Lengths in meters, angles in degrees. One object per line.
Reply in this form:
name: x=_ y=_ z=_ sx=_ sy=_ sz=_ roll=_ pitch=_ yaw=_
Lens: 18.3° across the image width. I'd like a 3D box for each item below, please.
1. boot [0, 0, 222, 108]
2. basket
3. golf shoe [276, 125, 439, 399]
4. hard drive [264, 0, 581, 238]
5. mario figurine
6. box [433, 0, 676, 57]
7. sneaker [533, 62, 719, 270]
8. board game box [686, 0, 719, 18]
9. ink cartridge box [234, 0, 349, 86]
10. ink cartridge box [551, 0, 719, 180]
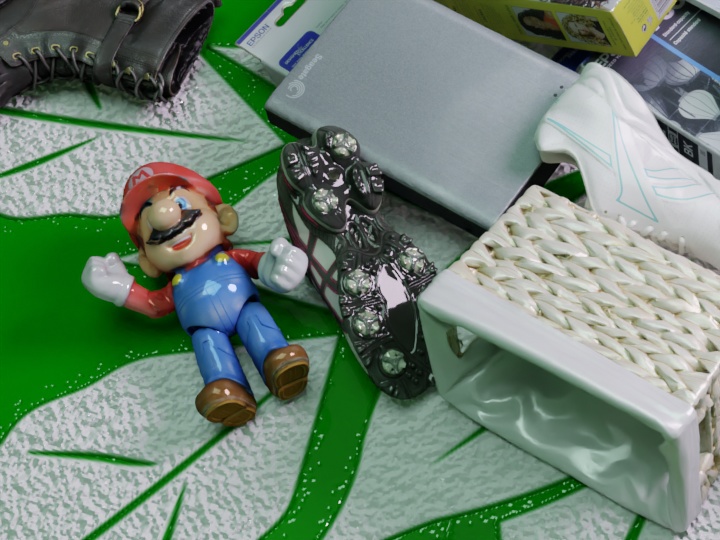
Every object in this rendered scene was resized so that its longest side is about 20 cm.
boot: x=-0.217 y=-0.160 z=1.705 sx=0.174 sy=0.069 sz=0.200 roll=19 pitch=61 yaw=23
basket: x=0.155 y=0.052 z=1.446 sx=0.200 sy=0.136 sz=0.123 roll=28 pitch=65 yaw=26
golf shoe: x=0.000 y=0.000 z=1.556 sx=0.077 sy=0.088 sz=0.201 roll=-17 pitch=76 yaw=-22
hard drive: x=0.051 y=-0.117 z=1.594 sx=0.200 sy=0.033 sz=0.140 roll=29 pitch=68 yaw=23
mario figurine: x=-0.115 y=0.004 z=1.550 sx=0.123 sy=0.106 sz=0.200 roll=-11 pitch=57 yaw=-32
box: x=0.132 y=-0.207 z=1.632 sx=0.199 sy=0.050 sz=0.075 roll=13 pitch=58 yaw=44
sneaker: x=0.200 y=-0.046 z=1.523 sx=0.080 sy=0.070 sz=0.200 roll=-43 pitch=78 yaw=-8
board game box: x=0.288 y=-0.260 z=1.651 sx=0.200 sy=0.026 sz=0.200 roll=33 pitch=53 yaw=29
ink cartridge box: x=0.012 y=-0.148 z=1.665 sx=0.200 sy=0.039 sz=0.099 roll=34 pitch=71 yaw=27
ink cartridge box: x=0.234 y=-0.140 z=1.602 sx=0.200 sy=0.039 sz=0.099 roll=35 pitch=71 yaw=30
